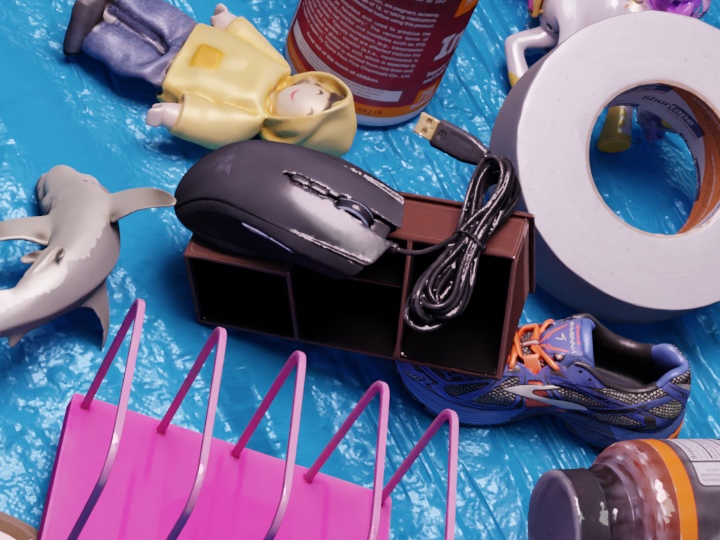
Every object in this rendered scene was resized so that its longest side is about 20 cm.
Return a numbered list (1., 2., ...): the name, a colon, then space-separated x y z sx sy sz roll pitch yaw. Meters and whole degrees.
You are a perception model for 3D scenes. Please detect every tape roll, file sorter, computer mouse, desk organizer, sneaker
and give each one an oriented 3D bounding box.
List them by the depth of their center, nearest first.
1. file sorter: -0.058 0.120 1.105 0.200 0.125 0.139 20 44 -14
2. computer mouse: -0.005 -0.056 1.207 0.200 0.046 0.140 22 58 21
3. desk organizer: 0.000 0.000 1.237 0.200 0.072 0.077 10 51 13
4. sneaker: 0.115 0.055 1.271 0.200 0.078 0.075 10 50 -10
5. tape roll: 0.188 -0.067 1.349 0.200 0.066 0.200 2 81 -13

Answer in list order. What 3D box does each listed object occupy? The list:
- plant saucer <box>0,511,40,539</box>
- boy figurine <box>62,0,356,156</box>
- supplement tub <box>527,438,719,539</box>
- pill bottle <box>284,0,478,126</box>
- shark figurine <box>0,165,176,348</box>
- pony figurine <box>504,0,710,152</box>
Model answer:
1. plant saucer: -0.221 0.202 1.065 0.200 0.029 0.200 10 52 -13
2. boy figurine: -0.097 -0.127 1.346 0.200 0.064 0.124 28 46 6
3. supplement tub: 0.203 0.153 1.212 0.200 0.107 0.107 1 54 -19
4. pill bottle: 0.027 -0.198 1.356 0.113 0.200 0.113 10 51 -13
5. shark figurine: -0.180 0.018 1.196 0.128 0.090 0.215 3 34 25
6. pony figurine: 0.187 -0.189 1.461 0.193 0.167 0.200 1 69 -11
